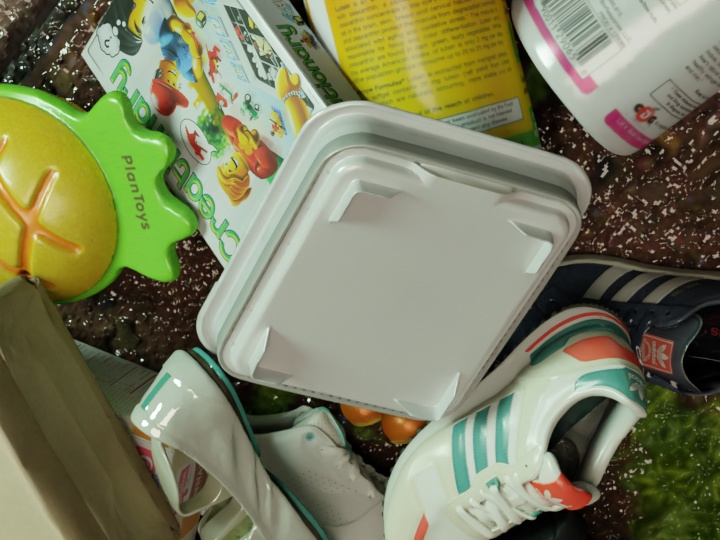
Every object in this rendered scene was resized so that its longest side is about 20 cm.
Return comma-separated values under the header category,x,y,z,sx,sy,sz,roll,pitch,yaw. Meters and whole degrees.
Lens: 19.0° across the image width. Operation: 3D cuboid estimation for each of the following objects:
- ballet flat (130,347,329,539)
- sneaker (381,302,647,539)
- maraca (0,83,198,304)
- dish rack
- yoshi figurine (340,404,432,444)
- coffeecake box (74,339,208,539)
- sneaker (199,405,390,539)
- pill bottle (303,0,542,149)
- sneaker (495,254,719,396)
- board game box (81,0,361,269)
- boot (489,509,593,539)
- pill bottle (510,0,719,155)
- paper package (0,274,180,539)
category,x,y,z,sx,sy,sz,roll,pitch,yaw
ballet flat,-0.077,0.127,1.249,0.069,0.070,0.201,-18,131,12
sneaker,0.088,0.113,1.232,0.070,0.094,0.200,34,109,-29
maraca,-0.179,-0.045,1.252,0.199,0.107,0.138,-2,116,35
dish rack,0.018,0.008,1.157,0.170,0.044,0.201,15,130,-20
yoshi figurine,-0.014,0.006,1.276,0.111,0.112,0.202,-12,108,17
coffeecake box,-0.198,0.123,1.328,0.198,0.073,0.155,21,113,15
sneaker,-0.020,0.129,1.345,0.198,0.075,0.089,18,107,0
pill bottle,0.027,-0.141,1.198,0.110,0.111,0.202,-13,96,10
sneaker,0.166,0.038,1.282,0.198,0.085,0.076,-3,112,6
board game box,-0.071,-0.095,1.204,0.201,0.034,0.127,54,129,23
boot,0.091,0.248,1.307,0.199,0.077,0.169,-32,110,11
pill bottle,0.191,-0.164,1.182,0.199,0.114,0.114,-37,105,18
paper package,-0.233,0.132,1.242,0.199,0.103,0.192,-26,98,28
